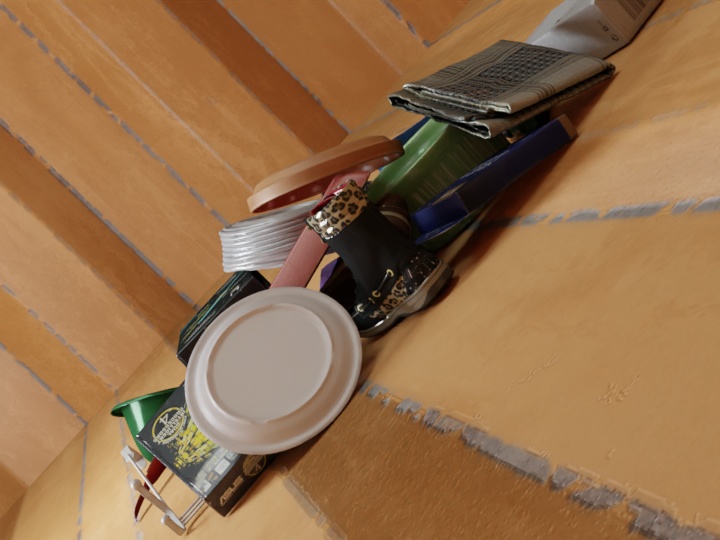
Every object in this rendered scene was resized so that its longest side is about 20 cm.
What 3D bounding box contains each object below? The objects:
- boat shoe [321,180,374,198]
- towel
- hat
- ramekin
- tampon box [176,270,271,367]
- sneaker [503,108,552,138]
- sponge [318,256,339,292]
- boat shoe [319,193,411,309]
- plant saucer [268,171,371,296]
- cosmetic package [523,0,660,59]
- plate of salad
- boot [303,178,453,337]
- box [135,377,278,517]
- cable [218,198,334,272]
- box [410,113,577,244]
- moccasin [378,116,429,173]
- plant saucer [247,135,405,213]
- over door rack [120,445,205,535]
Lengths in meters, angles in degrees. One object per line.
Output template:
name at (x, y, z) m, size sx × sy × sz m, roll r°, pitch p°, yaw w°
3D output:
boat shoe at (0.012, -0.089, 1.756) m, size 0.200 × 0.066 × 0.073 m, roll 9°, pitch 75°, yaw 56°
towel at (0.157, -0.218, 1.447) m, size 0.199 × 0.035 × 0.192 m, roll -29°, pitch 33°, yaw -27°
hat at (-0.279, 0.275, 1.866) m, size 0.198 × 0.178 × 0.165 m, roll -8°, pitch -14°, yaw -29°
ramekin at (0.096, -0.111, 1.524) m, size 0.200 × 0.098 × 0.200 m, roll -45°, pitch 9°, yaw 10°
tampon box at (-0.160, 0.092, 1.745) m, size 0.150 × 0.126 × 0.200 m, roll -46°, pitch 9°, yaw 0°
sneaker at (0.209, -0.217, 1.550) m, size 0.087 × 0.075 × 0.200 m, roll -42°, pitch 8°, yaw -2°
sponge at (0.000, 0.000, 1.626) m, size 0.111 × 0.030 × 0.200 m, roll -30°, pitch 11°, yaw 5°
boat shoe at (0.009, -0.009, 1.476) m, size 0.203 × 0.074 × 0.075 m, roll -54°, pitch 20°, yaw 42°
plant saucer at (-0.056, -0.029, 1.490) m, size 0.201 × 0.036 × 0.200 m, roll -59°, pitch 1°, yaw -3°
cosmetic package at (0.284, -0.308, 1.583) m, size 0.102 × 0.074 × 0.200 m, roll -50°, pitch 11°, yaw -23°
plate of salad at (-0.091, 0.108, 1.341) m, size 0.200 × 0.199 × 0.048 m, roll -50°, pitch -33°, yaw -18°
boot at (-0.001, -0.012, 1.370) m, size 0.074 × 0.154 × 0.203 m, roll -50°, pitch 9°, yaw -28°
box at (-0.138, 0.154, 1.408) m, size 0.200 × 0.049 × 0.161 m, roll -48°, pitch 44°, yaw -11°
cable at (-0.092, -0.050, 1.689) m, size 0.198 × 0.070 × 0.199 m, roll -19°, pitch 8°, yaw -32°
box at (0.132, -0.094, 1.365) m, size 0.199 × 0.033 × 0.121 m, roll -37°, pitch 5°, yaw -23°
moccasin at (0.110, -0.185, 1.753) m, size 0.198 × 0.081 × 0.068 m, roll -24°, pitch -21°, yaw -5°
plant saucer at (-0.043, -0.118, 1.506) m, size 0.198 × 0.033 × 0.200 m, roll -20°, pitch -1°, yaw 0°
over door rack at (-0.213, 0.207, 1.511) m, size 0.148 × 0.067 × 0.200 m, roll -47°, pitch 32°, yaw -4°
